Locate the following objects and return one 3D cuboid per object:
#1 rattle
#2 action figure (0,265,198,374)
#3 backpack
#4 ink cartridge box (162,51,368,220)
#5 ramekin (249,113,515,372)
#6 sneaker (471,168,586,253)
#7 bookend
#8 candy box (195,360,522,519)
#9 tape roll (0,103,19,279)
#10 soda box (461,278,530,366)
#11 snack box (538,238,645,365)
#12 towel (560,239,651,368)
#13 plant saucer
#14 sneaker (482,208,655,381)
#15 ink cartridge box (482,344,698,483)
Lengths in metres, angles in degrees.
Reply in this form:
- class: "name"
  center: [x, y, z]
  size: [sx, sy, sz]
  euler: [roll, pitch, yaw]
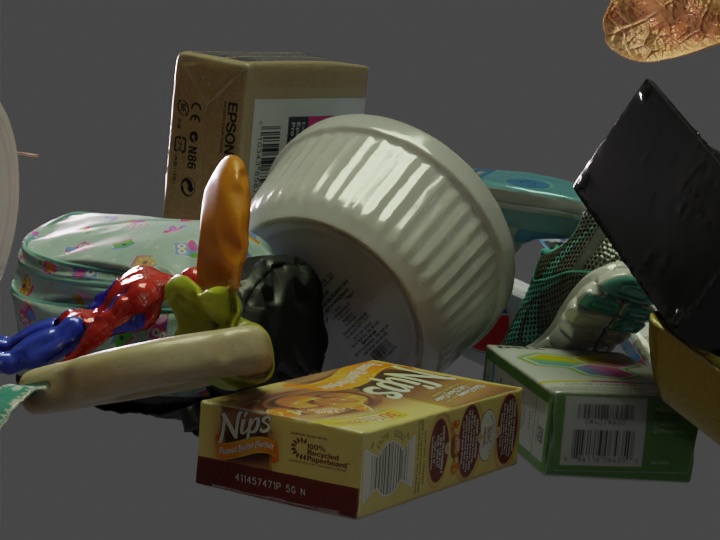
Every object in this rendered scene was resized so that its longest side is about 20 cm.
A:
- class: "rattle"
  center: [-0.156, 0.023, 1.235]
  size: [0.199, 0.144, 0.130]
  euler: [-8, 12, 0]
- class: "action figure"
  center: [-0.185, 0.042, 1.318]
  size: [0.199, 0.052, 0.065]
  euler: [-24, 13, 1]
- class: "backpack"
  center: [-0.138, 0.030, 1.427]
  size: [0.199, 0.127, 0.167]
  euler: [6, 11, 22]
- class: "ink cartridge box"
  center: [-0.074, -0.066, 1.634]
  size: [0.075, 0.201, 0.164]
  euler: [12, 12, 33]
- class: "ramekin"
  center: [0.000, 0.000, 1.498]
  size: [0.199, 0.201, 0.105]
  euler: [10, 38, 28]
- class: "sneaker"
  center: [0.086, -0.009, 1.593]
  size: [0.199, 0.131, 0.079]
  euler: [6, 11, 24]
- class: "bookend"
  center: [0.266, -0.006, 1.359]
  size: [0.199, 0.092, 0.199]
  euler: [26, 19, -25]
- class: "candy box"
  center: [0.003, 0.100, 1.290]
  size: [0.115, 0.056, 0.200]
  euler: [10, 9, 31]
- class: "tape roll"
  center: [-0.359, -0.050, 1.559]
  size: [0.138, 0.204, 0.203]
  euler: [9, 9, 18]
- class: "soda box"
  center: [0.090, 0.032, 1.665]
  size: [0.199, 0.064, 0.068]
  euler: [25, 13, 32]
- class: "snack box"
  center: [0.221, 0.018, 1.662]
  size: [0.116, 0.037, 0.200]
  euler: [7, 40, -50]
- class: "towel"
  center: [0.241, 0.038, 1.587]
  size: [0.146, 0.024, 0.200]
  euler: [8, 40, -43]
- class: "plant saucer"
  center: [0.275, 0.095, 1.341]
  size: [0.200, 0.049, 0.200]
  euler: [39, 20, 16]
- class: "sneaker"
  center: [0.149, 0.026, 1.530]
  size: [0.077, 0.092, 0.200]
  euler: [11, -34, -24]
- class: "ink cartridge box"
  center: [0.145, 0.090, 1.445]
  size: [0.103, 0.060, 0.200]
  euler: [4, 9, -15]
